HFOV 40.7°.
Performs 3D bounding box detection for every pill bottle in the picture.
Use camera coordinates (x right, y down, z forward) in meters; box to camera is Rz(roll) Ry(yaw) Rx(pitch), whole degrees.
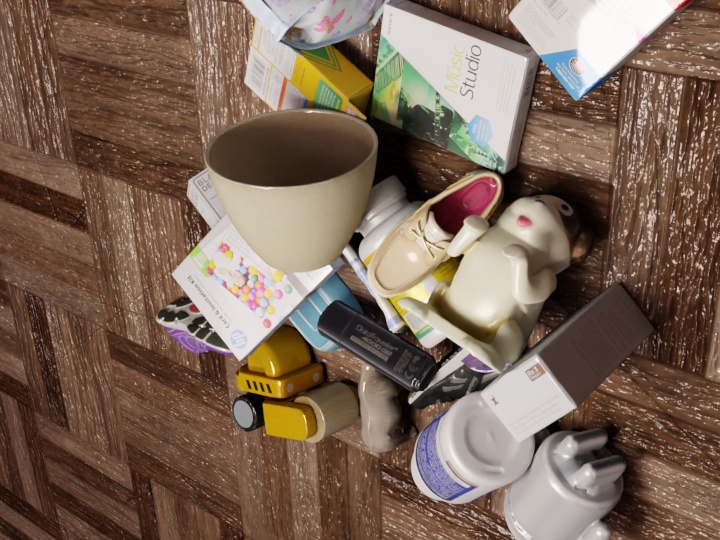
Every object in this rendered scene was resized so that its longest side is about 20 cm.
[{"bbox_3d":[0.068,-0.014,1.216,0.201,0.113,0.113,54,136,4],"label":"pill bottle"},{"bbox_3d":[0.136,0.239,1.269,0.120,0.119,0.200,50,154,8],"label":"pill bottle"}]

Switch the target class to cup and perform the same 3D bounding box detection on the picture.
[{"bbox_3d":[-0.076,-0.084,1.144,0.199,0.200,0.144,21,130,32],"label":"cup"}]

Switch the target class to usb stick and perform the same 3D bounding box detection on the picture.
[{"bbox_3d":[0.019,0.099,1.298,0.199,0.056,0.033,29,169,38],"label":"usb stick"}]

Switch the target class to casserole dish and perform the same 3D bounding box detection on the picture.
[{"bbox_3d":[-0.078,0.038,1.430,0.200,0.039,0.121,51,135,9],"label":"casserole dish"}]

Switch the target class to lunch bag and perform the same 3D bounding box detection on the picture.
[{"bbox_3d":[-0.078,-0.342,1.103,0.170,0.200,0.127,48,135,9],"label":"lunch bag"}]

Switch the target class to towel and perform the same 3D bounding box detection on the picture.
[{"bbox_3d":[0.000,0.000,1.283,0.024,0.147,0.201,-36,84,2],"label":"towel"}]

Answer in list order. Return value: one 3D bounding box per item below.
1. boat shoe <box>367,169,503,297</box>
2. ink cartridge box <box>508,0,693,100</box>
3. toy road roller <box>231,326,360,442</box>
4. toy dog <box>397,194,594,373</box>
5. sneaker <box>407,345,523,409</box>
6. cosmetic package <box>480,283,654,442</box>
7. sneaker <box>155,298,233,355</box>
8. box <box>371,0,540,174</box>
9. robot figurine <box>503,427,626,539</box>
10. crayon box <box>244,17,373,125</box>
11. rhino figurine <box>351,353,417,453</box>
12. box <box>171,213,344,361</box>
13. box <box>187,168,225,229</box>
[{"bbox_3d":[0.087,-0.048,1.127,0.074,0.200,0.069,46,178,2],"label":"boat shoe"},{"bbox_3d":[0.252,-0.276,0.939,0.116,0.067,0.200,52,136,5],"label":"ink cartridge box"},{"bbox_3d":[-0.104,0.167,1.469,0.199,0.122,0.147,5,105,41],"label":"toy road roller"},{"bbox_3d":[0.176,0.008,1.087,0.139,0.193,0.201,34,92,46],"label":"toy dog"},{"bbox_3d":[0.139,0.149,1.275,0.088,0.076,0.200,46,135,4],"label":"sneaker"},{"bbox_3d":[0.231,0.099,1.069,0.074,0.200,0.102,51,136,6],"label":"cosmetic package"},{"bbox_3d":[-0.253,0.104,1.613,0.199,0.081,0.084,16,139,44],"label":"sneaker"},{"bbox_3d":[0.104,-0.216,1.128,0.199,0.036,0.145,29,129,29],"label":"box"},{"bbox_3d":[0.251,0.281,1.214,0.170,0.112,0.201,64,144,35],"label":"robot figurine"},{"bbox_3d":[-0.059,-0.229,1.237,0.200,0.051,0.126,45,148,14],"label":"crayon box"},{"bbox_3d":[0.029,0.167,1.368,0.059,0.087,0.202,9,116,37],"label":"rhino figurine"},{"bbox_3d":[-0.139,-0.002,1.288,0.200,0.041,0.156,-43,82,27],"label":"box"},{"bbox_3d":[-0.141,-0.069,1.362,0.201,0.116,0.060,53,162,7],"label":"box"}]
